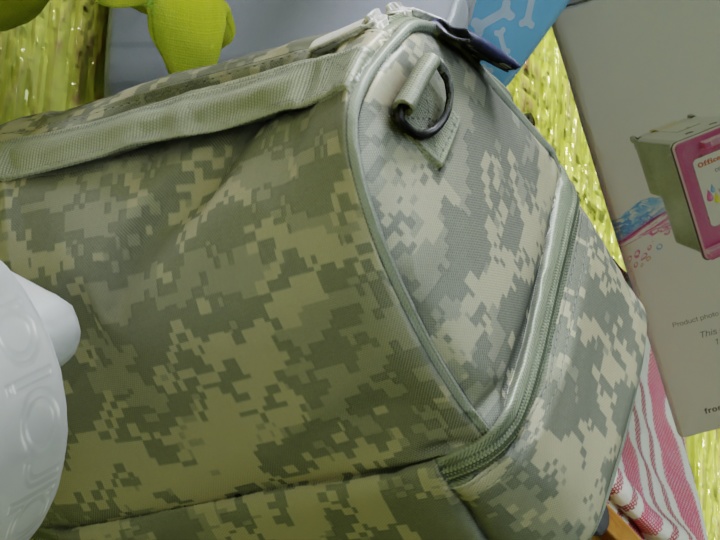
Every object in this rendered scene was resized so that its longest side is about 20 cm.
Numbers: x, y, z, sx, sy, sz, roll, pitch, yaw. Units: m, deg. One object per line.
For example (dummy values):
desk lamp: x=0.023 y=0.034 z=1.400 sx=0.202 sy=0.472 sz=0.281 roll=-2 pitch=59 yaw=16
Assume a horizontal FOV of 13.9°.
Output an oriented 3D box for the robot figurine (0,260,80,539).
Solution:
robot figurine: x=-0.155 y=0.048 z=0.777 sx=0.200 sy=0.112 sz=0.171 roll=-29 pitch=137 yaw=-57

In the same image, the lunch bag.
lunch bag: x=-0.027 y=0.010 z=0.916 sx=0.168 sy=0.199 sz=0.140 roll=53 pitch=40 yaw=-35

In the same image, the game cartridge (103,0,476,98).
game cartridge: x=-0.018 y=-0.145 z=1.056 sx=0.041 sy=0.132 sz=0.201 roll=90 pitch=2 yaw=-65

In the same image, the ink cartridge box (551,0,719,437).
ink cartridge box: x=0.135 y=-0.059 z=1.204 sx=0.145 sy=0.084 sz=0.201 roll=-92 pitch=165 yaw=-64

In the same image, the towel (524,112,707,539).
towel: x=0.104 y=0.041 z=1.235 sx=0.200 sy=0.030 sz=0.147 roll=49 pitch=28 yaw=-46

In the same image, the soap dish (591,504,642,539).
soap dish: x=0.074 y=0.186 z=1.129 sx=0.157 sy=0.081 sz=0.201 roll=46 pitch=44 yaw=-41

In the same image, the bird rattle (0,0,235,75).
bird rattle: x=-0.073 y=-0.170 z=0.946 sx=0.163 sy=0.112 sz=0.201 roll=-35 pitch=137 yaw=-68

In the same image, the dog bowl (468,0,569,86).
dog bowl: x=0.057 y=-0.132 z=1.123 sx=0.049 sy=0.111 sz=0.200 roll=37 pitch=88 yaw=-17
